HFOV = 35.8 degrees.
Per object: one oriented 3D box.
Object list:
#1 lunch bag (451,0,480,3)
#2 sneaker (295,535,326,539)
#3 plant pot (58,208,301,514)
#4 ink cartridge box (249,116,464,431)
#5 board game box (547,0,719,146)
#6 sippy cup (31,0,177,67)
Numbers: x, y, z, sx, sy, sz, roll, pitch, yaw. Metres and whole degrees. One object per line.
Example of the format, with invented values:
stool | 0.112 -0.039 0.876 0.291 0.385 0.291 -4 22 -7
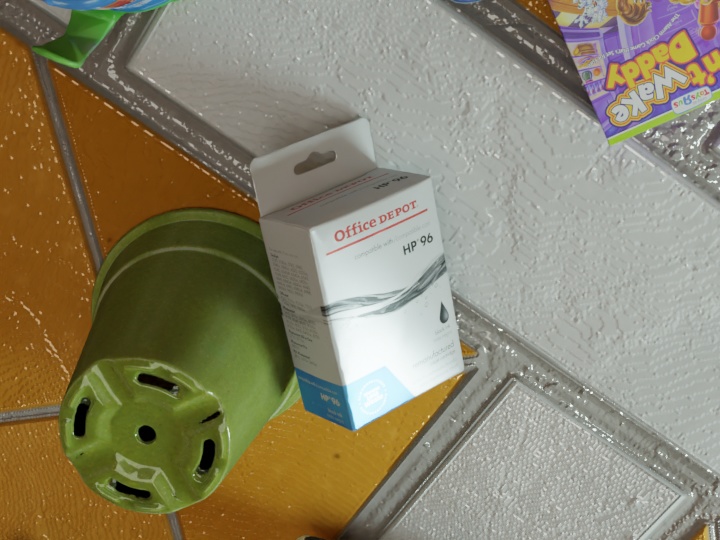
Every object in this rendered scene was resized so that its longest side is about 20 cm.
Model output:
lunch bag | 0.105 -0.285 0.716 0.199 0.083 0.161 -30 106 17
sneaker | 0.040 0.267 0.956 0.200 0.071 0.099 39 109 -16
plant pot | -0.134 0.079 0.833 0.199 0.190 0.201 2 112 5
ink cartridge box | 0.000 0.000 0.821 0.116 0.068 0.201 -25 114 -31
board game box | 0.236 -0.190 0.758 0.199 0.045 0.135 -24 107 15
sippy cup | -0.176 -0.233 0.745 0.139 0.130 0.179 -11 110 10
